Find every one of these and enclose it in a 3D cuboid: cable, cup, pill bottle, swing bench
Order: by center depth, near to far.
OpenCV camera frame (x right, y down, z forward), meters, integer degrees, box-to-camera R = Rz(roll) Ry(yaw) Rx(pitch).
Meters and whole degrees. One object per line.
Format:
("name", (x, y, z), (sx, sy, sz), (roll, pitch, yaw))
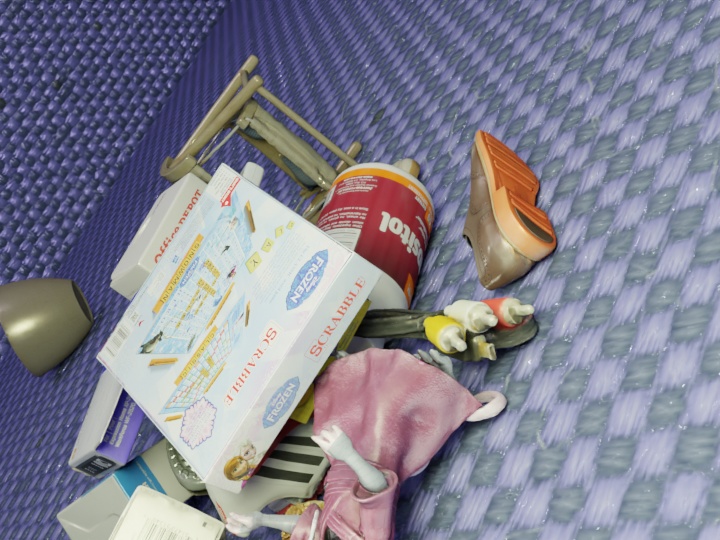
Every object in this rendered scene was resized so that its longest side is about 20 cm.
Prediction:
("cable", (0.064, 0.034, 0.845), (0.097, 0.051, 0.200), (-21, 17, -26))
("pill bottle", (0.000, 0.000, 1.017), (0.113, 0.113, 0.201), (-32, 30, 43))
("swing bench", (-0.124, -0.131, 1.364), (0.200, 0.199, 0.130), (-48, 21, 12))
("cup", (-0.625, 0.094, 2.121), (0.143, 0.201, 0.200), (-25, 21, -5))

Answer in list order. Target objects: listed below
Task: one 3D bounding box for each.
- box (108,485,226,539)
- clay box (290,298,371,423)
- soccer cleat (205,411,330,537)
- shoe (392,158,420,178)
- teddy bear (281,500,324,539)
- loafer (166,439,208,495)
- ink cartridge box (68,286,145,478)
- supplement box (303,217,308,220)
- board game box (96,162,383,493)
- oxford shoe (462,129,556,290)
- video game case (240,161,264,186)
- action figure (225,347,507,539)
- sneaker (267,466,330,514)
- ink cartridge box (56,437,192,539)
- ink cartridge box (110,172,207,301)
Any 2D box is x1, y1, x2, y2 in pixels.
("box", (-0.163, 0.248, 0.899), (0.200, 0.082, 0.069), (102, -167, -65))
("clay box", (-0.060, 0.047, 0.892), (0.115, 0.047, 0.200), (-61, 28, 4))
("soccer cleat", (-0.048, 0.151, 0.895), (0.068, 0.086, 0.200), (7, 24, 43))
("shoe", (-0.010, -0.058, 1.212), (0.200, 0.053, 0.070), (-46, 22, 17))
("teddy bear", (-0.040, 0.247, 0.796), (0.145, 0.067, 0.200), (-32, 22, 25))
("loafer", (-0.144, 0.153, 1.035), (0.075, 0.070, 0.200), (-13, 31, 4))
("ink cartridge box", (-0.218, 0.094, 1.021), (0.200, 0.043, 0.199), (-35, 35, 63))
("supplement box", (-0.098, 0.040, 1.095), (0.067, 0.068, 0.201), (-86, 7, -54))
("board game box", (-0.103, 0.038, 0.833), (0.199, 0.041, 0.200), (36, 93, 46))
("oxford shoe", (0.115, -0.060, 0.932), (0.073, 0.071, 0.200), (-48, 21, 26))
("video game case", (-0.159, 0.015, 1.064), (0.182, 0.022, 0.201), (-47, 25, 52))
("action figure", (0.002, 0.156, 0.755), (0.134, 0.149, 0.201), (-33, 35, 50))
("sneaker", (-0.065, 0.134, 0.984), (0.078, 0.082, 0.200), (-40, 23, 30))
("ink cartridge box", (-0.205, 0.216, 1.105), (0.116, 0.067, 0.200), (-37, -3, 35))
("ink cartridge box", (-0.170, 0.006, 1.242), (0.084, 0.200, 0.146), (-27, 33, 49))
